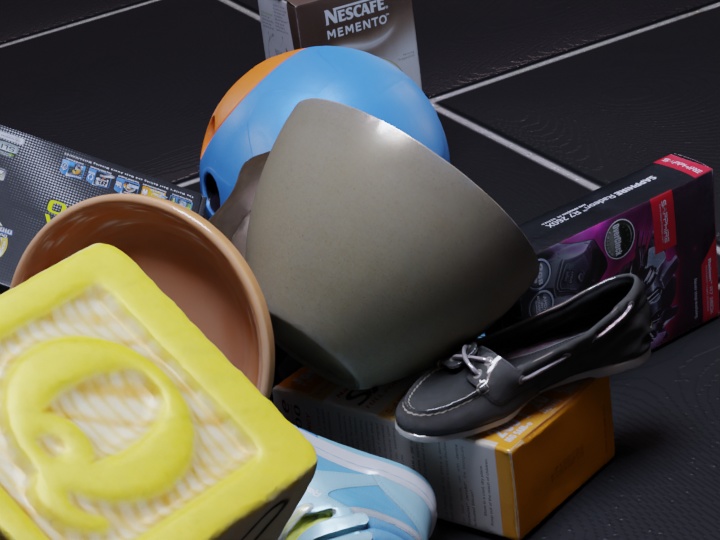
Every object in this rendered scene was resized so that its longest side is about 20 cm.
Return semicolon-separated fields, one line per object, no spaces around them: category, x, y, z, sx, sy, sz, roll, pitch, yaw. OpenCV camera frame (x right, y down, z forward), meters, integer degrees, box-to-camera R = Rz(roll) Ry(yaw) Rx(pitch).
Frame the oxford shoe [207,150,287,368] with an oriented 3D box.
oxford shoe;-0.078;0.001;1.606;0.084;0.073;0.200;-3;53;29

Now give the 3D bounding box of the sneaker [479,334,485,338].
sneaker;0.046;-0.005;1.681;0.200;0.090;0.078;24;16;-23

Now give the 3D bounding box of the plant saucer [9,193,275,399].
plant saucer;-0.142;0.046;1.489;0.200;0.201;0.037;4;12;24

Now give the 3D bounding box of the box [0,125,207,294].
box;-0.219;-0.021;1.603;0.200;0.044;0.160;19;40;-8

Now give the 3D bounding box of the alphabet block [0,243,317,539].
alphabet block;-0.174;0.141;1.304;0.196;0.200;0.195;43;47;15

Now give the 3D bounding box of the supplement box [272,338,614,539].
supplement box;0.057;0.103;1.542;0.200;0.074;0.126;12;31;35

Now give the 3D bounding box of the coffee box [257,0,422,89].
coffee box;-0.013;-0.159;1.954;0.114;0.200;0.080;-19;28;-21

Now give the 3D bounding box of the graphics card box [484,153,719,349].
graphics card box;0.177;0.007;1.647;0.200;0.126;0.051;-23;31;-30

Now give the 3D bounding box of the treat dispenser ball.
treat dispenser ball;-0.028;-0.078;1.791;0.200;0.201;0.201;-6;26;3

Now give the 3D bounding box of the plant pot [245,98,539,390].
plant pot;0.000;0.000;1.505;0.200;0.200;0.135;22;71;46

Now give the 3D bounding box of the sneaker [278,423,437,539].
sneaker;-0.047;0.158;1.402;0.200;0.080;0.131;13;28;-6

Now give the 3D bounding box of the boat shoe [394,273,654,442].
boat shoe;0.106;0.054;1.480;0.200;0.057;0.067;-19;30;-26

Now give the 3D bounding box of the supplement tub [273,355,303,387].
supplement tub;-0.108;0.029;1.699;0.200;0.107;0.107;19;36;40
